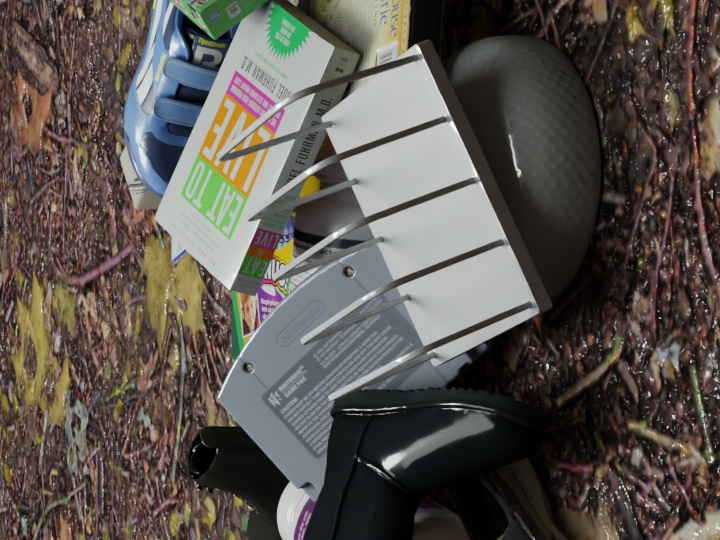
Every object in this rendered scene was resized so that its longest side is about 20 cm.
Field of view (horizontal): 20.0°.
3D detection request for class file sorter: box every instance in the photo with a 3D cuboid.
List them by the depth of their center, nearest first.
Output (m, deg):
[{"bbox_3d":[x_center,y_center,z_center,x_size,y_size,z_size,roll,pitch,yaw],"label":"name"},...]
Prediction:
[{"bbox_3d":[0.010,-0.027,1.399,0.139,0.124,0.201,-32,82,55],"label":"file sorter"}]

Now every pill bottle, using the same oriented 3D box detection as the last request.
[{"bbox_3d":[0.012,0.217,1.599,0.200,0.111,0.113,23,112,60],"label":"pill bottle"},{"bbox_3d":[0.000,0.000,1.614,0.111,0.110,0.202,21,109,61],"label":"pill bottle"}]

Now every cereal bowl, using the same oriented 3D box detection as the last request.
[{"bbox_3d":[0.086,-0.071,1.474,0.200,0.083,0.202,8,99,63],"label":"cereal bowl"}]

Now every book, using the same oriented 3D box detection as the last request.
[{"bbox_3d":[-0.077,-0.098,1.560,0.134,0.048,0.201,41,112,52],"label":"book"}]

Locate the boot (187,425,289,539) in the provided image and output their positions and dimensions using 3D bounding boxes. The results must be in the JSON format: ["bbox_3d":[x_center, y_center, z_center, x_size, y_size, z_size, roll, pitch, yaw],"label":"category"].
[{"bbox_3d":[-0.104,0.188,1.796,0.078,0.137,0.201,66,146,36],"label":"boot"}]

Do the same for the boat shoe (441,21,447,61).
[{"bbox_3d":[0.020,-0.232,1.612,0.070,0.070,0.202,-38,57,54],"label":"boat shoe"}]

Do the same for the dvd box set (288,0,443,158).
[{"bbox_3d":[-0.005,-0.169,1.537,0.200,0.029,0.148,-19,64,56],"label":"dvd box set"}]

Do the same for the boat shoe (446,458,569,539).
[{"bbox_3d":[0.113,0.206,1.450,0.201,0.064,0.072,66,145,38],"label":"boat shoe"}]

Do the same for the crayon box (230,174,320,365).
[{"bbox_3d":[-0.052,0.004,1.773,0.200,0.058,0.174,5,96,64],"label":"crayon box"}]

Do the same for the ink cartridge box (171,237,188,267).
[{"bbox_3d":[-0.107,-0.124,1.708,0.199,0.040,0.202,-33,54,57],"label":"ink cartridge box"}]

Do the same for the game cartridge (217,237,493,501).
[{"bbox_3d":[-0.011,0.068,1.545,0.133,0.040,0.200,46,114,-2],"label":"game cartridge"}]

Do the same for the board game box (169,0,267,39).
[{"bbox_3d":[-0.068,-0.271,1.604,0.135,0.199,0.029,44,168,51],"label":"board game box"}]

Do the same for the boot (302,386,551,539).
[{"bbox_3d":[0.039,0.171,1.435,0.199,0.076,0.170,-3,68,43],"label":"boot"}]

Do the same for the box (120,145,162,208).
[{"bbox_3d":[-0.162,-0.145,1.962,0.200,0.082,0.069,-60,42,48],"label":"box"}]

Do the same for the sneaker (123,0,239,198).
[{"bbox_3d":[-0.141,-0.157,1.662,0.082,0.073,0.202,13,95,62],"label":"sneaker"}]
